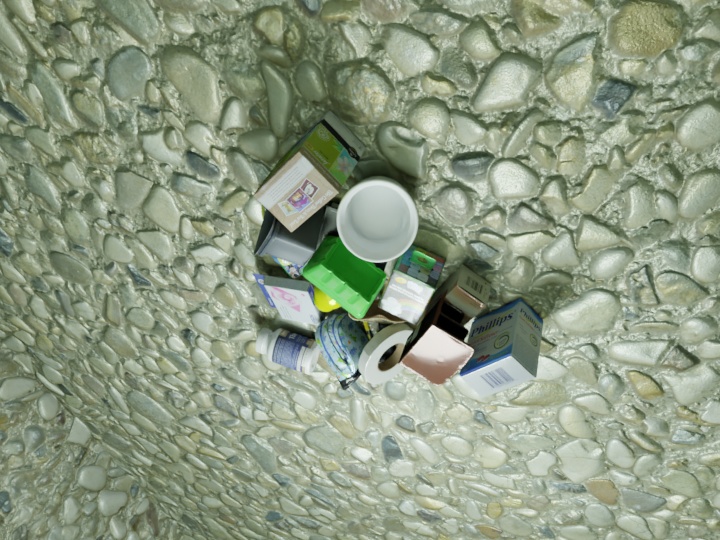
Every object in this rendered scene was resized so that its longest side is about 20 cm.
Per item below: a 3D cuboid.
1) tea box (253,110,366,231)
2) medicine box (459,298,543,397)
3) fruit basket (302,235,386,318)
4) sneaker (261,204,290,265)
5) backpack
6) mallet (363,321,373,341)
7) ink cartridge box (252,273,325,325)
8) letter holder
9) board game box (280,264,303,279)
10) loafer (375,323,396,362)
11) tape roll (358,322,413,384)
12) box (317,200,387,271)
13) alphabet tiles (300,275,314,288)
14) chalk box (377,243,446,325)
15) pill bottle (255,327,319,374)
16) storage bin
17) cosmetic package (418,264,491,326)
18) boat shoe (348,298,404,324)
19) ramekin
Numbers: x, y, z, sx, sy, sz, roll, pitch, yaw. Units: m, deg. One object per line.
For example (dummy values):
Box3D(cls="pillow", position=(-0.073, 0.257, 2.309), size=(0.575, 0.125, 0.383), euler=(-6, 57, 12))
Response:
Box3D(cls="tea box", position=(-0.119, -0.235, 1.492), size=(0.133, 0.198, 0.199), euler=(42, 133, -16))
Box3D(cls="medicine box", position=(0.372, 0.204, 1.649), size=(0.103, 0.202, 0.181), euler=(40, 134, -17))
Box3D(cls="fruit basket", position=(-0.051, 0.027, 1.627), size=(0.213, 0.157, 0.217), euler=(30, 159, 13))
Box3D(cls="sneaker", position=(-0.237, -0.107, 1.719), size=(0.105, 0.074, 0.205), euler=(-24, 79, 62))
Box3D(cls="backpack", position=(-0.049, 0.229, 1.914), size=(0.200, 0.163, 0.154), euler=(47, 133, 5))
Box3D(cls="mallet", position=(0.028, 0.167, 1.849), size=(0.065, 0.041, 0.203), euler=(-22, 94, 39))
Box3D(cls="ink cartridge box", position=(-0.221, 0.091, 1.910), size=(0.196, 0.044, 0.198), euler=(7, 147, 18))
Box3D(cls="letter holder", position=(0.213, 0.197, 1.663), size=(0.140, 0.101, 0.201), euler=(31, 135, -3))
Box3D(cls="board game box", position=(-0.168, -0.068, 1.770), size=(0.198, 0.029, 0.136), euler=(-28, 103, 41))
Box3D(cls="loafer", position=(0.068, 0.217, 1.898), size=(0.069, 0.069, 0.203), euler=(1, 134, 13))
Box3D(cls="tape roll", position=(0.081, 0.244, 1.834), size=(0.037, 0.200, 0.206), euler=(44, 148, 37))
Box3D(cls="box", position=(-0.015, -0.074, 1.654), size=(0.196, 0.044, 0.163), euler=(21, 117, 1))
Box3D(cls="alphabet tiles", position=(-0.100, 0.006, 1.829), size=(0.193, 0.015, 0.202), euler=(-14, 121, 34))
Box3D(cls="chalk box", position=(0.142, 0.019, 1.650), size=(0.122, 0.125, 0.202), euler=(25, 135, 3))
Box3D(cls="pill bottle", position=(-0.238, 0.257, 2.049), size=(0.196, 0.112, 0.112), euler=(17, 135, 10))
Box3D(cls="storage bin", position=(-0.179, -0.108, 1.601), size=(0.132, 0.203, 0.146), euler=(24, 140, -18))
Box3D(cls="cosmetic package", position=(0.251, 0.093, 1.688), size=(0.102, 0.088, 0.201), euler=(31, 135, -5))
Box3D(cls="boat shoe", position=(0.062, 0.114, 1.793), size=(0.195, 0.075, 0.063), euler=(3, 168, -6))
Box3D(cls="ramekin", position=(0.043, -0.133, 1.534), size=(0.195, 0.098, 0.205), euler=(1, 111, 3))
